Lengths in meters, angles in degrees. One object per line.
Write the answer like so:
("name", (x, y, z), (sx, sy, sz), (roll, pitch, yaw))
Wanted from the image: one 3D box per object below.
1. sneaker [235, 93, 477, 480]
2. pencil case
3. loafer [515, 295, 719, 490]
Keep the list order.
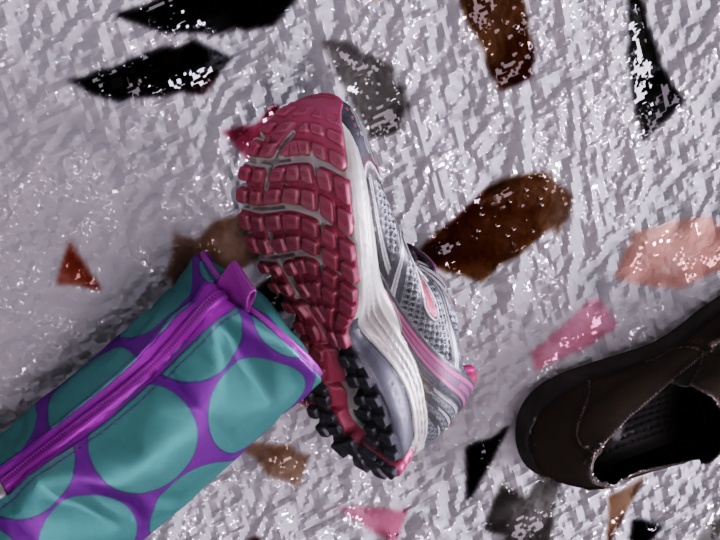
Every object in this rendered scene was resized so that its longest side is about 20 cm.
("sneaker", (0.000, 0.000, 1.407), (0.075, 0.081, 0.200), (-38, 132, -30))
("pencil case", (-0.116, 0.081, 1.378), (0.200, 0.085, 0.092), (-41, 150, -3))
("loafer", (0.180, 0.067, 1.523), (0.200, 0.071, 0.073), (-25, 123, -13))
